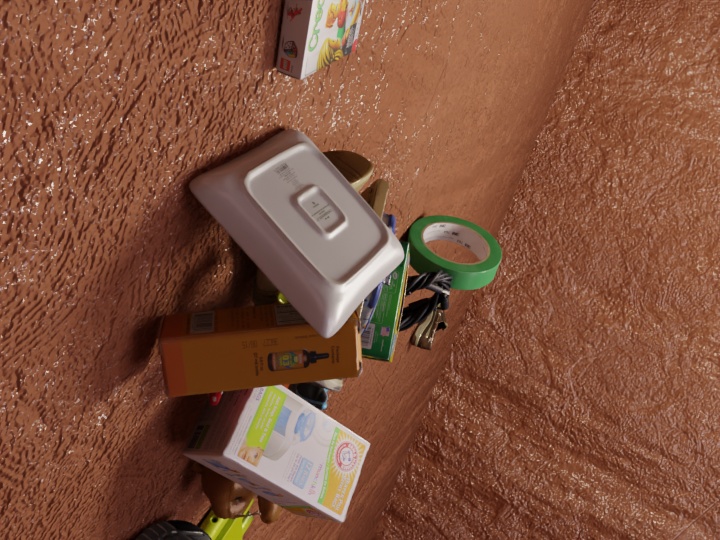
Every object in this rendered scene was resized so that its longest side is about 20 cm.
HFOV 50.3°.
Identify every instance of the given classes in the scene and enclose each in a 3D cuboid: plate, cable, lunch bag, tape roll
[{"bbox_3d":[-0.049,-0.055,0.790,0.032,0.200,0.200,-41,-178,37],"label":"plate"},{"bbox_3d":[0.089,0.063,1.498,0.199,0.051,0.163,-12,150,-14],"label":"cable"},{"bbox_3d":[0.000,0.000,1.160,0.200,0.075,0.161,115,-10,-60],"label":"lunch bag"},{"bbox_3d":[0.194,-0.040,1.607,0.200,0.200,0.048,-47,158,-50],"label":"tape roll"}]

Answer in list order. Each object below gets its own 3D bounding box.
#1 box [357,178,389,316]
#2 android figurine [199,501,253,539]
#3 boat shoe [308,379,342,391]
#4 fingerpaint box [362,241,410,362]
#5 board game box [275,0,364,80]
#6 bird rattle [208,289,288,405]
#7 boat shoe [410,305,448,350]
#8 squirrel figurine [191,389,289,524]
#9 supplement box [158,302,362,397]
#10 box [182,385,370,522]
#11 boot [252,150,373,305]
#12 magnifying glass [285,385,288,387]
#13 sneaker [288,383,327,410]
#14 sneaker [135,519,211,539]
[{"bbox_3d":[-0.024,-0.006,1.029,0.163,0.021,0.201,-35,-142,59],"label":"box"},{"bbox_3d":[-0.236,0.451,1.216,0.200,0.041,0.183,-53,161,-39],"label":"android figurine"},{"bbox_3d":[-0.084,0.129,1.155,0.200,0.074,0.074,38,65,-61],"label":"boat shoe"},{"bbox_3d":[0.038,0.056,1.344,0.167,0.073,0.201,67,34,-80],"label":"fingerpaint box"},{"bbox_3d":[-0.028,-0.305,0.768,0.126,0.034,0.201,-46,156,-50],"label":"board game box"},{"bbox_3d":[-0.095,0.075,0.896,0.200,0.113,0.163,-43,169,10],"label":"bird rattle"},{"bbox_3d":[0.221,0.149,2.231,0.203,0.075,0.075,-58,163,-26],"label":"boat shoe"},{"bbox_3d":[-0.154,0.258,1.088,0.186,0.141,0.201,14,86,-64],"label":"squirrel figurine"},{"bbox_3d":[-0.100,0.077,0.784,0.069,0.199,0.067,-110,-162,-68],"label":"supplement box"},{"bbox_3d":[-0.101,0.224,0.966,0.200,0.101,0.113,39,58,-29],"label":"box"},{"bbox_3d":[-0.062,-0.051,0.960,0.200,0.073,0.156,-43,153,-41],"label":"boot"},{"bbox_3d":[-0.096,0.104,1.202,0.080,0.022,0.201,-18,129,-70],"label":"magnifying glass"},{"bbox_3d":[-0.052,0.153,1.302,0.200,0.082,0.073,-57,160,-34],"label":"sneaker"},{"bbox_3d":[-0.275,0.392,0.958,0.200,0.075,0.116,2,117,-63],"label":"sneaker"}]
